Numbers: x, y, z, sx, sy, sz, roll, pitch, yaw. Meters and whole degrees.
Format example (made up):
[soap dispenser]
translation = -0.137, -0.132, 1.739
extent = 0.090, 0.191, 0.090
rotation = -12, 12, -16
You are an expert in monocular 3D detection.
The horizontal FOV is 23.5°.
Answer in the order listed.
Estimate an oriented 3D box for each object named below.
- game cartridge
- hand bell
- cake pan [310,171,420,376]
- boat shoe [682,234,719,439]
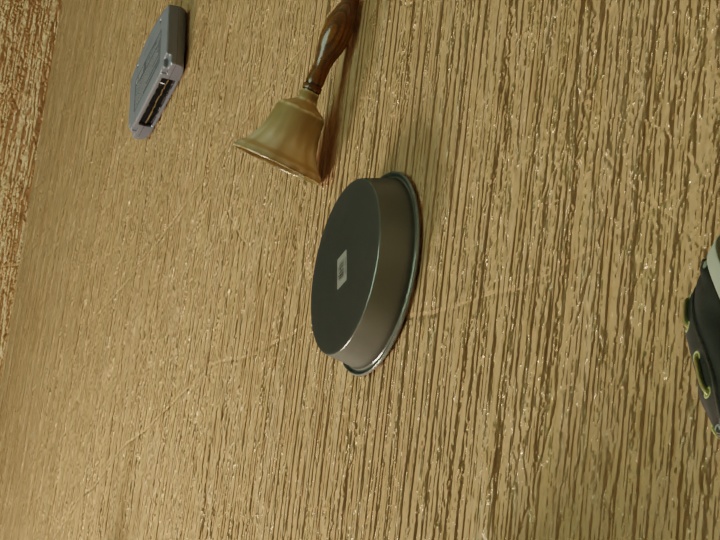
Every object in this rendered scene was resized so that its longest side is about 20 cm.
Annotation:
[game cartridge]
translation = -0.310, -0.308, 2.653
extent = 0.200, 0.040, 0.133
rotation = 129, 143, -51
[hand bell]
translation = -0.050, -0.204, 1.868
extent = 0.200, 0.104, 0.104
rotation = -66, 21, -1
[cake pan]
translation = 0.000, 0.000, 1.659
extent = 0.200, 0.037, 0.201
rotation = -169, 90, -70
[boat shoe]
translation = 0.227, 0.067, 0.982
extent = 0.201, 0.072, 0.061
rotation = -90, 18, -46
